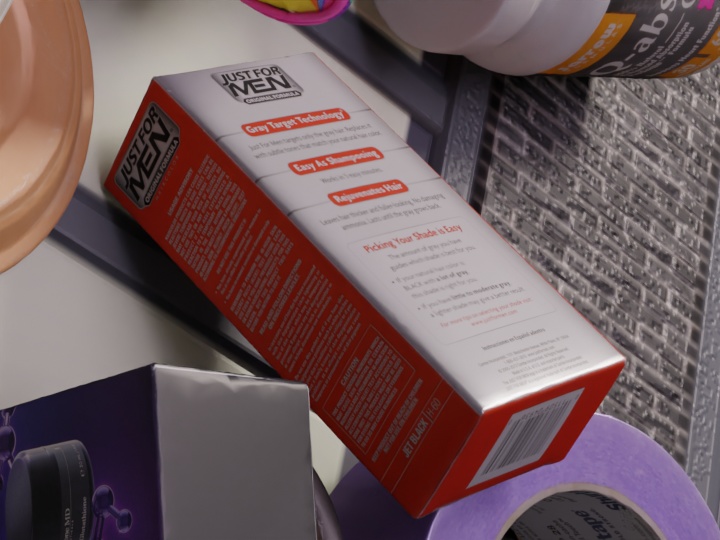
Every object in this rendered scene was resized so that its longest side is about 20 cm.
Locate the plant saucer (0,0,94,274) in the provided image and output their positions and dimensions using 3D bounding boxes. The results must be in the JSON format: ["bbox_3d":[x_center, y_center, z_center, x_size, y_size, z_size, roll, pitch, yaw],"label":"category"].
[{"bbox_3d":[-0.177,-0.089,0.874,0.200,0.032,0.202,20,62,-43],"label":"plant saucer"}]

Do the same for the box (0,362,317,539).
[{"bbox_3d":[-0.085,0.147,0.812,0.079,0.141,0.202,9,70,-43],"label":"box"}]

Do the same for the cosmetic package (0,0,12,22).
[{"bbox_3d":[-0.191,-0.069,0.768,0.103,0.087,0.201,35,66,-23],"label":"cosmetic package"}]

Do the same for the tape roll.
[{"bbox_3d":[0.070,0.163,0.997,0.199,0.085,0.202,9,77,-39],"label":"tape roll"}]

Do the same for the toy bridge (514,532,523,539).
[{"bbox_3d":[0.058,0.032,1.091,0.067,0.027,0.201,-43,110,-46],"label":"toy bridge"}]

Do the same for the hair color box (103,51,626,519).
[{"bbox_3d":[0.000,0.000,0.938,0.101,0.061,0.200,-14,53,-48],"label":"hair color box"}]

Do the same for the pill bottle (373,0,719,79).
[{"bbox_3d":[0.101,-0.151,1.135,0.199,0.116,0.117,-5,81,-48],"label":"pill bottle"}]

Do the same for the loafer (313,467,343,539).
[{"bbox_3d":[-0.044,0.147,0.905,0.071,0.073,0.202,-14,87,-50],"label":"loafer"}]

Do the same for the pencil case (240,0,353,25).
[{"bbox_3d":[0.006,-0.186,0.979,0.089,0.088,0.200,53,45,-20],"label":"pencil case"}]
